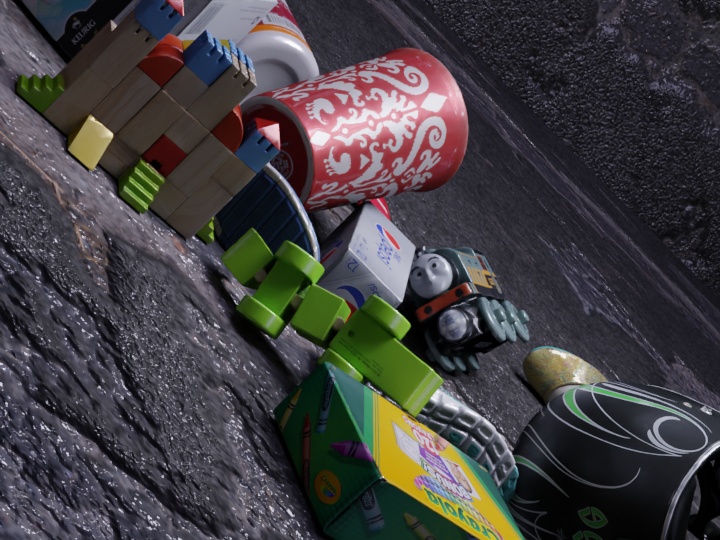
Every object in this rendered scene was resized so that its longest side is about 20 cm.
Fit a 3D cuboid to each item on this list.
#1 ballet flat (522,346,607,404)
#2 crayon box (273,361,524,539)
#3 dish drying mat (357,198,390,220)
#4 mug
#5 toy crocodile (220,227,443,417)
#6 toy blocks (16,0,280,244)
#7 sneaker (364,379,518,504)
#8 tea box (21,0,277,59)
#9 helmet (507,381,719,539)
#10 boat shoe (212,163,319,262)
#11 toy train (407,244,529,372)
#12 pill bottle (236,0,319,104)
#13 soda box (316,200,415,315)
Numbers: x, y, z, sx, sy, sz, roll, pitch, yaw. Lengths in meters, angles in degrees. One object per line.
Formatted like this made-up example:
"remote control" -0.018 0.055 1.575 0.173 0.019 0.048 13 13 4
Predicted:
"ballet flat" 0.251 0.153 1.964 0.200 0.071 0.071 39 16 -35
"crayon box" 0.035 0.160 1.263 0.200 0.058 0.119 37 17 -41
"dish drying mat" -0.043 -0.125 1.900 0.200 0.018 0.077 43 15 -21
"mug" -0.024 -0.105 1.627 0.199 0.178 0.134 -19 65 -47
"toy crocodile" -0.025 0.038 1.337 0.199 0.068 0.062 34 -7 17
"toy blocks" -0.136 -0.124 1.348 0.200 0.137 0.100 42 14 -25
"sneaker" 0.048 0.110 1.420 0.200 0.077 0.091 46 9 -17
"tea box" -0.200 -0.259 1.531 0.197 0.134 0.200 48 13 3
"helmet" 0.210 0.183 1.470 0.189 0.202 0.200 15 -11 40
"boat shoe" -0.094 -0.069 1.467 0.201 0.072 0.072 52 13 14
"toy train" 0.097 0.032 1.727 0.115 0.085 0.200 62 13 11
"pill bottle" -0.115 -0.222 1.742 0.113 0.113 0.201 38 17 -36
"soda box" 0.000 0.000 1.587 0.068 0.063 0.200 45 13 -7
